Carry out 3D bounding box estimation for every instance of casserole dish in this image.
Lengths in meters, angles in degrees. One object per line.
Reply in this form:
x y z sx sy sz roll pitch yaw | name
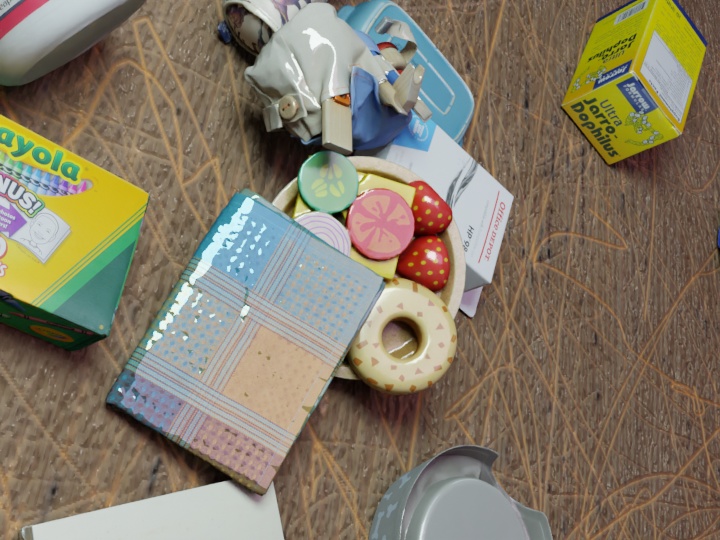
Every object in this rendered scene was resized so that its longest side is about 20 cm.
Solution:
0.051 -0.198 1.017 0.200 0.039 0.121 45 50 -19 | casserole dish

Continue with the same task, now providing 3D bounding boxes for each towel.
-0.085 0.052 0.766 0.146 0.022 0.200 34 70 -12 | towel

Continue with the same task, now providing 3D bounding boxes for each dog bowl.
0.089 0.259 0.871 0.200 0.059 0.201 15 66 -37 | dog bowl

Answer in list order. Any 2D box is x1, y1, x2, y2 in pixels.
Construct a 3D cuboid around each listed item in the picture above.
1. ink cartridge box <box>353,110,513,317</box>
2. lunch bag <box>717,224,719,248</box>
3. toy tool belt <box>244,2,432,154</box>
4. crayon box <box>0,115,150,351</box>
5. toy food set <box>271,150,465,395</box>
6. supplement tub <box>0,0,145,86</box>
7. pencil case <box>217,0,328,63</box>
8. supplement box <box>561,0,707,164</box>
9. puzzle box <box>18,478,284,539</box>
0.080 -0.057 0.971 0.200 0.067 0.116 38 53 -26 | ink cartridge box
0.608 -0.048 1.410 0.170 0.124 0.200 41 66 -23 | lunch bag
0.001 -0.148 0.863 0.200 0.125 0.123 -10 61 -55 | toy tool belt
-0.255 -0.039 0.670 0.200 0.058 0.119 28 58 -31 | crayon box
0.000 0.000 0.844 0.197 0.049 0.201 15 85 -15 | toy food set
-0.255 -0.246 0.688 0.200 0.140 0.140 55 47 -12 | supplement tub
-0.047 -0.276 0.898 0.078 0.089 0.200 32 68 1 | pencil case
0.354 -0.252 1.258 0.109 0.109 0.200 45 50 -20 | supplement box
-0.137 0.227 0.703 0.199 0.025 0.134 -3 77 -42 | puzzle box
